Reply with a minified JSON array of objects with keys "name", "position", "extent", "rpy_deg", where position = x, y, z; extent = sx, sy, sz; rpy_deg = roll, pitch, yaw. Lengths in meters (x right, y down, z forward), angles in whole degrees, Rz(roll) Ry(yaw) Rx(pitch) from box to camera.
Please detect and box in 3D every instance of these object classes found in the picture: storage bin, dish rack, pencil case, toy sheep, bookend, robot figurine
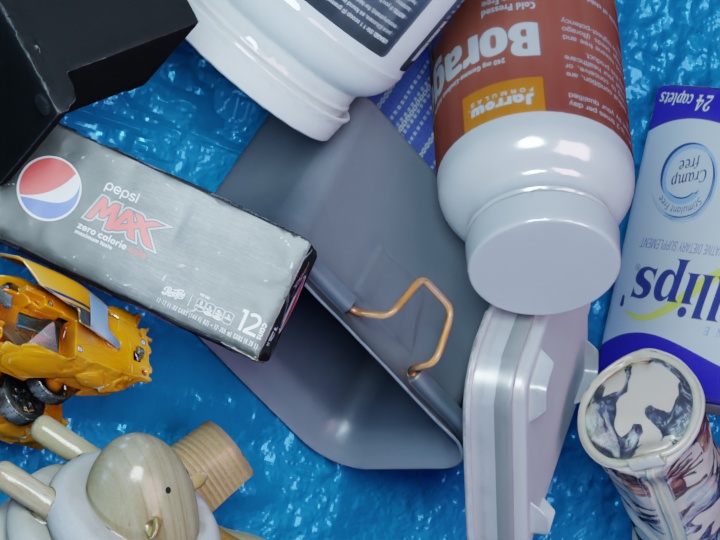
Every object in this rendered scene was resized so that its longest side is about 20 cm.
[{"name":"storage bin","position":[0.000,0.000,1.650],"extent":[0.200,0.145,0.135],"rpy_deg":[46,58,-32]},{"name":"dish rack","position":[0.104,0.061,1.704],"extent":[0.200,0.043,0.172],"rpy_deg":[-68,160,-47]},{"name":"pencil case","position":[0.187,0.124,1.783],"extent":[0.200,0.078,0.090],"rpy_deg":[60,13,-58]},{"name":"toy sheep","position":[-0.143,0.163,1.513],"extent":[0.137,0.138,0.200],"rpy_deg":[-2,135,-38]},{"name":"bookend","position":[-0.137,-0.178,1.493],"extent":[0.200,0.092,0.199],"rpy_deg":[-25,81,-33]},{"name":"robot figurine","position":[-0.214,0.029,1.492],"extent":[0.200,0.145,0.058],"rpy_deg":[26,46,-36]}]

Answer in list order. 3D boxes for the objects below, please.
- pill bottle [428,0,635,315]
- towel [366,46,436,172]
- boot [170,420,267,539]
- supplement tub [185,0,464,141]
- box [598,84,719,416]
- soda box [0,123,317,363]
[{"name":"pill bottle","position":[0.096,-0.079,1.642],"extent":[0.112,0.112,0.201],"rpy_deg":[32,40,-36]},{"name":"towel","position":[0.045,-0.104,1.736],"extent":[0.200,0.024,0.145],"rpy_deg":[46,69,-32]},{"name":"boot","position":[-0.091,0.199,1.642],"extent":[0.144,0.071,0.202],"rpy_deg":[-41,113,-21]},{"name":"supplement tub","position":[-0.001,-0.184,1.561],"extent":[0.140,0.140,0.200],"rpy_deg":[34,102,-35]},{"name":"box","position":[0.262,-0.006,1.814],"extent":[0.105,0.184,0.201],"rpy_deg":[15,85,-39]},{"name":"soda box","position":[-0.125,-0.024,1.513],"extent":[0.199,0.063,0.071],"rpy_deg":[25,86,3]}]
